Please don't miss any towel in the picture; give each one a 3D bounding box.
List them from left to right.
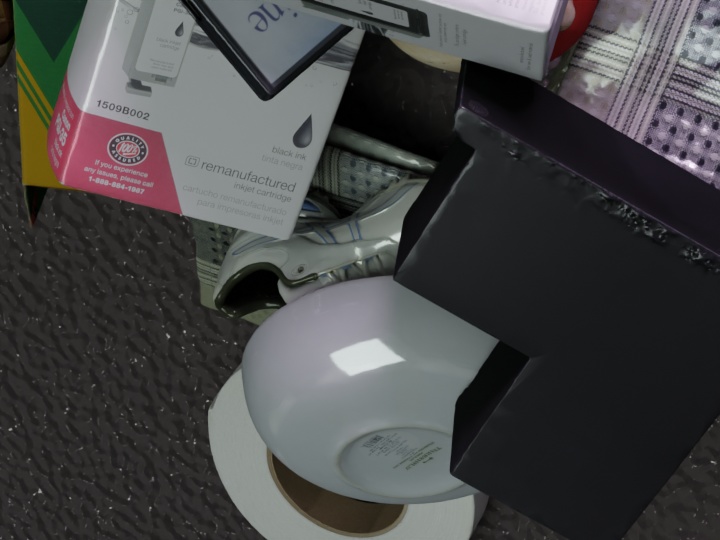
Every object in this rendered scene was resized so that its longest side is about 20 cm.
[{"bbox_3d":[-0.024,-0.022,1.154,0.199,0.035,0.193,18,140,18],"label":"towel"},{"bbox_3d":[0.206,-0.103,0.966,0.192,0.035,0.201,26,100,10],"label":"towel"}]

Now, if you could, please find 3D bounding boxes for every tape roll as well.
[{"bbox_3d":[-0.010,0.130,1.219,0.201,0.037,0.204,14,128,19],"label":"tape roll"}]

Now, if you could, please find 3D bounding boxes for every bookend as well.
[{"bbox_3d":[0.090,0.025,0.931,0.198,0.092,0.201,28,115,-8],"label":"bookend"}]

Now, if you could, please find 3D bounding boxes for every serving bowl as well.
[{"bbox_3d":[0.027,0.086,1.055,0.198,0.066,0.201,1,143,1],"label":"serving bowl"}]

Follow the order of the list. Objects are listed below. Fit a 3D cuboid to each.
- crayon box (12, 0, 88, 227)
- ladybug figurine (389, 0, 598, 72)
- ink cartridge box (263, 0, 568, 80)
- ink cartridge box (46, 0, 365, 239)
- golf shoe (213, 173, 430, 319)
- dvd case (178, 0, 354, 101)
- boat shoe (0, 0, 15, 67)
[{"bbox_3d":[-0.181,-0.141,1.130,0.050,0.127,0.201,6,128,1],"label":"crayon box"},{"bbox_3d":[0.073,-0.171,0.986,0.072,0.200,0.136,29,107,-34],"label":"ladybug figurine"},{"bbox_3d":[0.013,-0.182,0.876,0.199,0.068,0.117,17,77,7],"label":"ink cartridge box"},{"bbox_3d":[-0.080,-0.136,1.005,0.146,0.083,0.201,13,112,-19],"label":"ink cartridge box"},{"bbox_3d":[0.000,0.000,1.055,0.199,0.097,0.079,-5,127,37],"label":"golf shoe"},{"bbox_3d":[-0.061,-0.207,0.919,0.200,0.143,0.018,50,162,-8],"label":"dvd case"},{"bbox_3d":[-0.234,-0.191,1.124,0.071,0.200,0.068,9,115,-16],"label":"boat shoe"}]
